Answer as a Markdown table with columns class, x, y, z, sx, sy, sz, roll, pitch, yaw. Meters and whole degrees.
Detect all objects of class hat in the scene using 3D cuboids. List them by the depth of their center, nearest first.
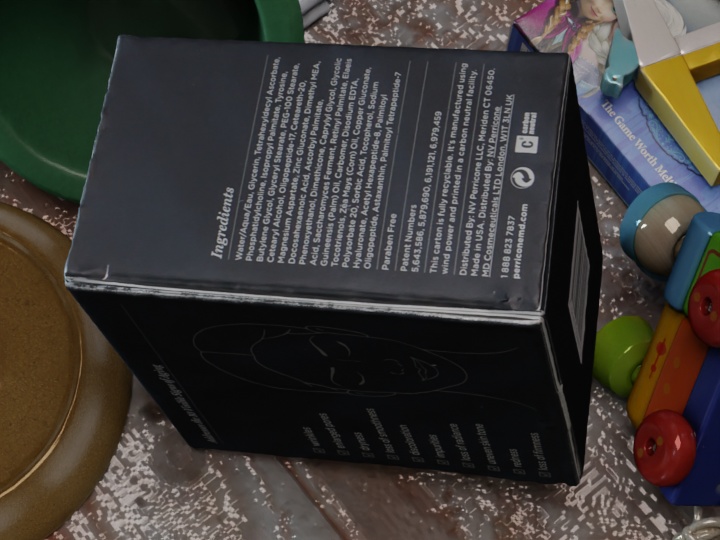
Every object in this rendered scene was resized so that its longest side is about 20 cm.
| class | x | y | z | sx | sy | sz | roll | pitch | yaw |
| --- | --- | --- | --- | --- | --- | --- | --- | --- | --- |
| hat | -0.097 | -0.142 | 0.993 | 0.198 | 0.167 | 0.176 | -9 | 23 | 6 |

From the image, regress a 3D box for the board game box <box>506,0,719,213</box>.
| class | x | y | z | sx | sy | sz | roll | pitch | yaw |
| --- | --- | --- | --- | --- | --- | --- | --- | --- | --- |
| board game box | 0.213 | -0.098 | 0.996 | 0.198 | 0.043 | 0.200 | -34 | 73 | -14 |

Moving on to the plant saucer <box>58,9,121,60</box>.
| class | x | y | z | sx | sy | sz | roll | pitch | yaw |
| --- | --- | --- | --- | --- | --- | --- | --- | --- | --- |
| plant saucer | -0.108 | -0.192 | 1.022 | 0.070 | 0.019 | 0.200 | 40 | 71 | 14 |

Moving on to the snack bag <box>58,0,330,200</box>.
| class | x | y | z | sx | sy | sz | roll | pitch | yaw |
| --- | --- | --- | --- | --- | --- | --- | --- | --- | --- |
| snack bag | -0.144 | -0.160 | 1.028 | 0.188 | 0.021 | 0.200 | -39 | 74 | -16 |

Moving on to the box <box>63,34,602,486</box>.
| class | x | y | z | sx | sy | sz | roll | pitch | yaw |
| --- | --- | --- | --- | --- | --- | --- | --- | --- | --- |
| box | 0.000 | 0.000 | 0.850 | 0.195 | 0.200 | 0.125 | 3 | 66 | 12 |

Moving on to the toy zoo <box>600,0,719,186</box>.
| class | x | y | z | sx | sy | sz | roll | pitch | yaw |
| --- | --- | --- | --- | --- | --- | --- | --- | --- | --- |
| toy zoo | 0.212 | -0.123 | 0.971 | 0.199 | 0.020 | 0.132 | -20 | 70 | -9 |

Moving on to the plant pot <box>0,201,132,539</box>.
| class | x | y | z | sx | sy | sz | roll | pitch | yaw |
| --- | --- | --- | --- | --- | --- | --- | --- | --- | --- |
| plant pot | -0.211 | 0.049 | 0.938 | 0.198 | 0.028 | 0.202 | 0 | 67 | 0 |

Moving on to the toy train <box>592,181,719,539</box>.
| class | x | y | z | sx | sy | sz | roll | pitch | yaw |
| --- | --- | --- | --- | --- | --- | --- | --- | --- | --- |
| toy train | 0.145 | 0.066 | 0.909 | 0.084 | 0.201 | 0.116 | 5 | 24 | -31 |
